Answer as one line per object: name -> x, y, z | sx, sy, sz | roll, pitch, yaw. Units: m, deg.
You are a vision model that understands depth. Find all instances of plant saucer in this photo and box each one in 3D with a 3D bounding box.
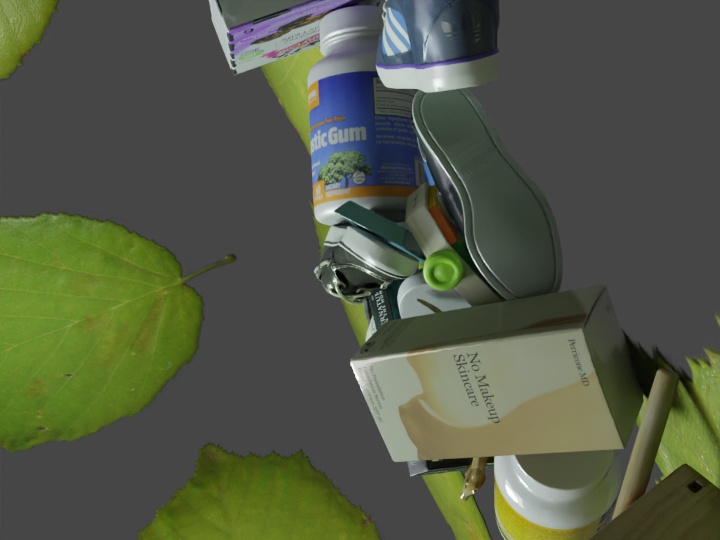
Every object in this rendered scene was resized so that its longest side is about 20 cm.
plant saucer -> 0.034, -0.031, 0.795 | 0.070, 0.019, 0.200 | 27, -178, 16

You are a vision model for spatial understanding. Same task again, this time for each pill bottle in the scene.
pill bottle -> 0.180, 0.195, 0.778 | 0.200, 0.112, 0.113 | 75, 169, -57
pill bottle -> 0.004, -0.150, 0.830 | 0.112, 0.112, 0.201 | 129, 137, -83

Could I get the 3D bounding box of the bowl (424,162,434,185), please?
bowl -> 0.060, -0.115, 0.990 | 0.201, 0.039, 0.201 | 156, 90, -83

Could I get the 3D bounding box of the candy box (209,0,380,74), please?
candy box -> -0.067, -0.278, 0.857 | 0.200, 0.167, 0.072 | -167, 56, -83

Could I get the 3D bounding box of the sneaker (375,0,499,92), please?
sneaker -> 0.048, -0.213, 0.617 | 0.200, 0.080, 0.147 | -118, 16, -72

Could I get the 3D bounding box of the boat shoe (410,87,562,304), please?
boat shoe -> 0.104, -0.062, 0.689 | 0.060, 0.075, 0.201 | 52, -164, -83

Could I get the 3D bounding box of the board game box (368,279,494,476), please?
board game box -> 0.079, 0.102, 0.852 | 0.135, 0.028, 0.201 | 9, -119, -46

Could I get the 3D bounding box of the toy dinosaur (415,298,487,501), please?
toy dinosaur -> 0.108, 0.110, 0.778 | 0.101, 0.058, 0.201 | -30, -69, -63

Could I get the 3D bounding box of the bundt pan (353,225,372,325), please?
bundt pan -> 0.036, -0.028, 1.170 | 0.202, 0.075, 0.203 | -7, -90, -86

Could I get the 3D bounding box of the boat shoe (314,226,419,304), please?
boat shoe -> 0.000, 0.000, 0.780 | 0.071, 0.064, 0.200 | 26, 178, -11

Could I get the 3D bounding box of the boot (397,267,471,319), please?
boot -> 0.092, 0.025, 0.832 | 0.200, 0.073, 0.096 | 41, -148, -49

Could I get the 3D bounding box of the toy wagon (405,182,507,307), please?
toy wagon -> 0.116, 0.008, 0.755 | 0.200, 0.040, 0.155 | 44, -159, -13

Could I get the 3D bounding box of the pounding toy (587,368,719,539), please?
pounding toy -> 0.192, 0.212, 0.554 | 0.142, 0.184, 0.200 | 42, 158, 46

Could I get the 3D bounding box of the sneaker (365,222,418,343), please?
sneaker -> 0.049, 0.016, 0.949 | 0.072, 0.072, 0.201 | 24, -112, -64

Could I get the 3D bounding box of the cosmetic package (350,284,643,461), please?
cosmetic package -> 0.103, 0.085, 0.654 | 0.071, 0.200, 0.105 | -42, -67, -51
